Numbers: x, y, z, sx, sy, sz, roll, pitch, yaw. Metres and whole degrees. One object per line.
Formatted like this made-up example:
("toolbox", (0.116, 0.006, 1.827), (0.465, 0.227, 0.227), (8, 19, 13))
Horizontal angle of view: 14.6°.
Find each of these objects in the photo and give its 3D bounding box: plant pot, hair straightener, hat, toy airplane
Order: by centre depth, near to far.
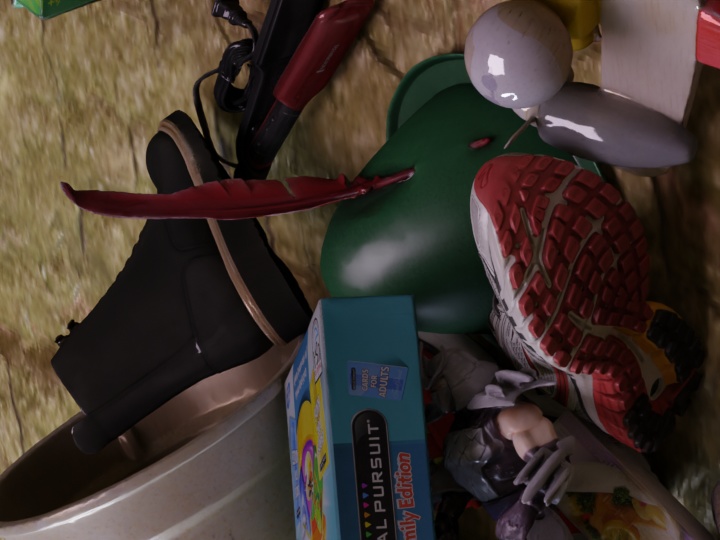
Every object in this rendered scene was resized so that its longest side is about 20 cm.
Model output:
("toy airplane", (0.109, -0.109, 1.155), (0.200, 0.141, 0.199), (57, 162, -20))
("hat", (0.000, 0.000, 1.359), (0.200, 0.176, 0.166), (-1, 111, 56))
("plant pot", (-0.072, 0.156, 1.482), (0.200, 0.200, 0.184), (-9, 113, 57))
("hair straightener", (-0.048, -0.113, 1.494), (0.077, 0.041, 0.200), (59, 153, 18))

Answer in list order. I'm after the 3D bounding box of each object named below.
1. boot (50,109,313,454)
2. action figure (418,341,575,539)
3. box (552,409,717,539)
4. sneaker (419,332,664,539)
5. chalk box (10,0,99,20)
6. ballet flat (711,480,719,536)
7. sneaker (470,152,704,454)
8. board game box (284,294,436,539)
("boot", (-0.118, 0.001, 1.502), (0.078, 0.138, 0.200), (56, -179, -32))
("action figure", (0.077, 0.119, 1.290), (0.200, 0.069, 0.130), (61, 168, -3))
("box", (0.158, 0.147, 1.328), (0.200, 0.041, 0.039), (45, 104, 13))
("sneaker", (0.068, 0.102, 1.416), (0.200, 0.085, 0.077), (29, 135, 33))
("chalk box", (-0.152, -0.221, 1.478), (0.124, 0.124, 0.201), (40, 142, 33))
("ballet flat", (0.210, 0.129, 1.250), (0.200, 0.067, 0.068), (5, 116, 55))
("sneaker", (0.086, 0.014, 1.272), (0.082, 0.078, 0.200), (22, 157, 34))
("board game box", (0.001, 0.128, 1.304), (0.151, 0.047, 0.201), (113, 154, -71))
